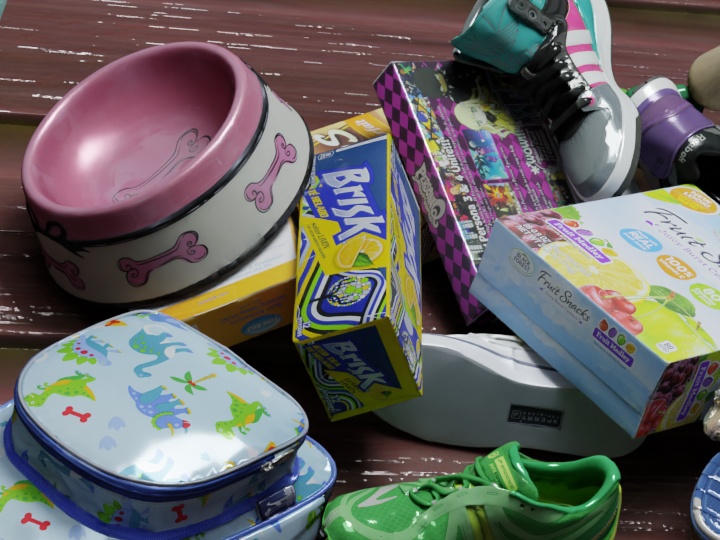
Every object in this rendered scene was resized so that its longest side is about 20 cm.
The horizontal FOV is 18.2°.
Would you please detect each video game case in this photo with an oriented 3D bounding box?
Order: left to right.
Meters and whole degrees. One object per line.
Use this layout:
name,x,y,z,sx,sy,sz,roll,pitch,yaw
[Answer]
video game case,0.120,-0.060,1.605,0.181,0.036,0.200,-5,64,-36

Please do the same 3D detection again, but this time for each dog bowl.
dog bowl,-0.136,-0.071,1.488,0.200,0.074,0.200,-18,39,15

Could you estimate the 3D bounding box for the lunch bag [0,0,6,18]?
lunch bag,-0.377,-0.175,1.587,0.170,0.122,0.200,30,33,18

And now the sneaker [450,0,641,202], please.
sneaker,0.125,-0.141,1.577,0.121,0.084,0.200,18,44,-30

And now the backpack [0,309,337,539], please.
backpack,-0.135,0.124,1.253,0.183,0.147,0.200,33,44,29

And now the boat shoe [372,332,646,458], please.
boat shoe,0.089,0.075,1.472,0.200,0.074,0.065,15,26,-12

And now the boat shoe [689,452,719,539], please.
boat shoe,0.260,0.147,1.424,0.072,0.072,0.200,34,34,22

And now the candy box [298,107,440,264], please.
candy box,0.027,-0.061,1.632,0.200,0.055,0.115,-21,51,-41

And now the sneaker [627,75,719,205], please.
sneaker,0.258,-0.067,1.659,0.088,0.076,0.200,45,10,32

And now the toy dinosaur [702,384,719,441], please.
toy dinosaur,0.307,0.083,1.437,0.200,0.047,0.088,-9,34,-42

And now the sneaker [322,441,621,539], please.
sneaker,0.067,0.139,1.357,0.200,0.084,0.074,-4,40,-23

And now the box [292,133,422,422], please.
box,0.000,0.000,1.432,0.064,0.070,0.200,-15,35,11

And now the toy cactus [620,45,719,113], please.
toy cactus,0.258,-0.138,1.731,0.200,0.165,0.102,3,68,-23

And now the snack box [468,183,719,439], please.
snack box,0.202,0.021,1.489,0.200,0.068,0.169,-10,41,-42

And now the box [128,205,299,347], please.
box,-0.099,-0.025,1.508,0.119,0.041,0.200,-21,37,7
